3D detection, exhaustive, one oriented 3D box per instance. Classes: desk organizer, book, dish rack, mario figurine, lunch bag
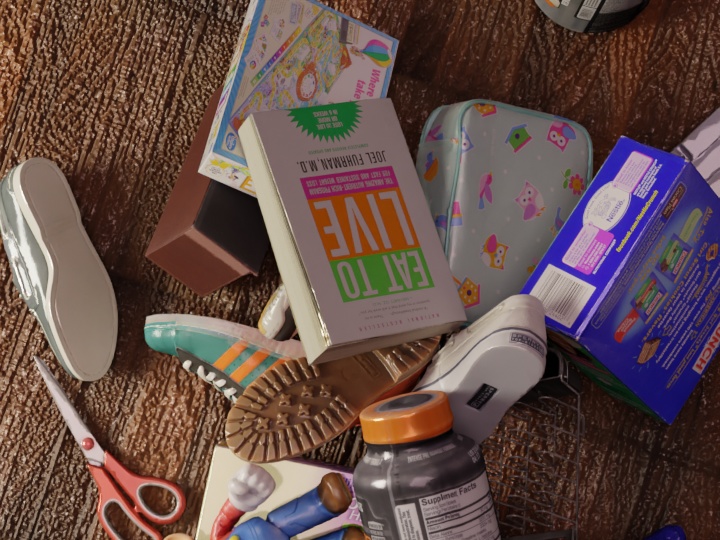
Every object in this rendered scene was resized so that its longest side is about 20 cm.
[{"bbox_3d":[-0.108,-0.081,1.347,0.072,0.077,0.201,37,50,-25],"label":"desk organizer"},{"bbox_3d":[-0.006,-0.036,1.254,0.133,0.048,0.201,-11,73,-29],"label":"book"},{"bbox_3d":[0.115,0.174,1.302,0.153,0.054,0.201,-16,59,39],"label":"dish rack"},{"bbox_3d":[-0.091,0.234,1.229,0.199,0.106,0.124,-22,51,-9],"label":"mario figurine"},{"bbox_3d":[0.122,-0.038,1.345,0.160,0.077,0.201,8,87,-30],"label":"lunch bag"}]

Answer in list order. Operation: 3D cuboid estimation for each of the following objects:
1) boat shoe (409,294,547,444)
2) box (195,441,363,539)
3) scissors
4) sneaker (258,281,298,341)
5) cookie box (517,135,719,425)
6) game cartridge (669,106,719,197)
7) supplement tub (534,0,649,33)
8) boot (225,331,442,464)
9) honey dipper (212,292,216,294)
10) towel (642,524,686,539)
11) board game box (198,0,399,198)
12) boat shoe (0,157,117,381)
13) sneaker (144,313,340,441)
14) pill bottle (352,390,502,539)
[{"bbox_3d":[0.088,0.083,1.262,0.071,0.200,0.070,24,51,-11],"label":"boat shoe"},{"bbox_3d":[-0.054,0.261,1.331,0.175,0.097,0.201,11,86,2],"label":"box"},{"bbox_3d":[-0.238,0.167,1.381,0.200,0.014,0.073,43,88,2],"label":"scissors"},{"bbox_3d":[0.000,0.000,1.345,0.088,0.076,0.200,46,68,-4],"label":"sneaker"},{"bbox_3d":[0.237,0.013,1.300,0.075,0.200,0.172,29,84,42],"label":"cookie box"},{"bbox_3d":[0.381,-0.116,1.393,0.200,0.038,0.130,-42,90,-3],"label":"game cartridge"},{"bbox_3d":[0.207,-0.280,1.325,0.122,0.200,0.123,0,84,0],"label":"supplement tub"},{"bbox_3d":[-0.022,0.109,1.283,0.200,0.107,0.075,-29,69,-21],"label":"boot"},{"bbox_3d":[-0.067,-0.057,1.390,0.200,0.038,0.038,-42,86,-6],"label":"honey dipper"},{"bbox_3d":[0.222,0.324,1.308,0.200,0.050,0.148,-35,107,-17],"label":"towel"},{"bbox_3d":[-0.049,-0.142,1.333,0.134,0.034,0.201,24,54,-15],"label":"board game box"},{"bbox_3d":[-0.271,0.003,1.384,0.062,0.073,0.201,-16,92,42],"label":"boat shoe"},{"bbox_3d":[-0.097,0.092,1.358,0.199,0.071,0.080,15,81,0],"label":"sneaker"},{"bbox_3d":[0.055,0.197,1.220,0.106,0.106,0.201,-13,96,-1],"label":"pill bottle"}]
